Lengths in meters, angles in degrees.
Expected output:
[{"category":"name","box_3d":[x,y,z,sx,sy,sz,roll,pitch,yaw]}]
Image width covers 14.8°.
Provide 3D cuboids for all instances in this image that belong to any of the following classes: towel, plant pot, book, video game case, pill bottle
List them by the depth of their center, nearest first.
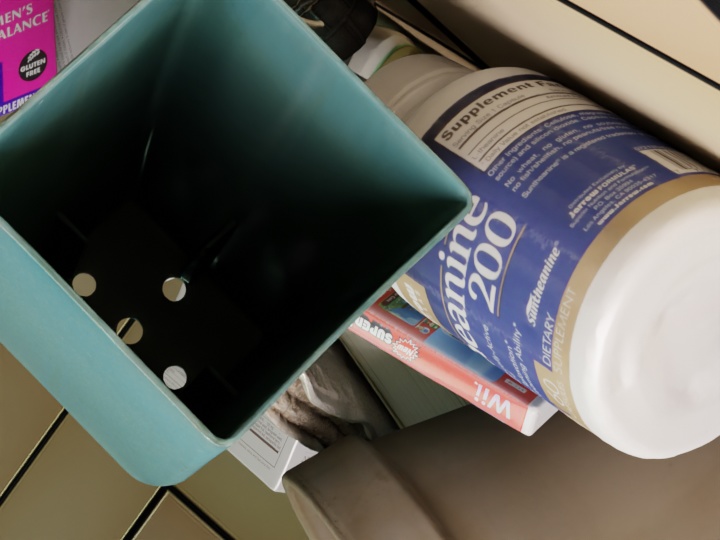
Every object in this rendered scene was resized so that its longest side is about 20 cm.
[{"category":"plant pot","box_3d":[-0.076,-0.003,1.099,0.141,0.141,0.200,45,157,1]},{"category":"pill bottle","box_3d":[0.074,-0.015,1.118,0.111,0.111,0.200,37,179,-44]},{"category":"video game case","box_3d":[0.029,-0.014,1.221,0.200,0.018,0.143,30,-139,21]},{"category":"plant pot","box_3d":[0.090,0.129,1.235,0.200,0.173,0.200,56,173,11]},{"category":"towel","box_3d":[-0.022,0.041,1.325,0.200,0.034,0.133,42,-163,-56]},{"category":"book","box_3d":[0.000,0.000,1.368,0.200,0.048,0.134,53,-174,3]}]

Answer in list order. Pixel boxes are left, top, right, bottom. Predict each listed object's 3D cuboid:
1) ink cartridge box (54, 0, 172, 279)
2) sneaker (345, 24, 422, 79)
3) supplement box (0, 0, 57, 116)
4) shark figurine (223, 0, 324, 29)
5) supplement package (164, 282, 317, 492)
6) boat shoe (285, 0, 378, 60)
[{"category":"ink cartridge box","box_3d":[-0.112,-0.105,1.456,0.176,0.084,0.201,37,-144,-68]},{"category":"sneaker","box_3d":[0.055,-0.054,1.431,0.088,0.077,0.200,26,176,31]},{"category":"supplement box","box_3d":[-0.213,-0.169,1.304,0.103,0.101,0.201,35,138,38]},{"category":"shark figurine","box_3d":[-0.087,-0.162,1.133,0.127,0.090,0.215,2,-163,-12]},{"category":"supplement package","box_3d":[0.004,0.017,1.619,0.151,0.201,0.151,14,-165,-41]},{"category":"boat shoe","box_3d":[-0.035,-0.121,1.328,0.060,0.074,0.200,41,170,-8]}]
